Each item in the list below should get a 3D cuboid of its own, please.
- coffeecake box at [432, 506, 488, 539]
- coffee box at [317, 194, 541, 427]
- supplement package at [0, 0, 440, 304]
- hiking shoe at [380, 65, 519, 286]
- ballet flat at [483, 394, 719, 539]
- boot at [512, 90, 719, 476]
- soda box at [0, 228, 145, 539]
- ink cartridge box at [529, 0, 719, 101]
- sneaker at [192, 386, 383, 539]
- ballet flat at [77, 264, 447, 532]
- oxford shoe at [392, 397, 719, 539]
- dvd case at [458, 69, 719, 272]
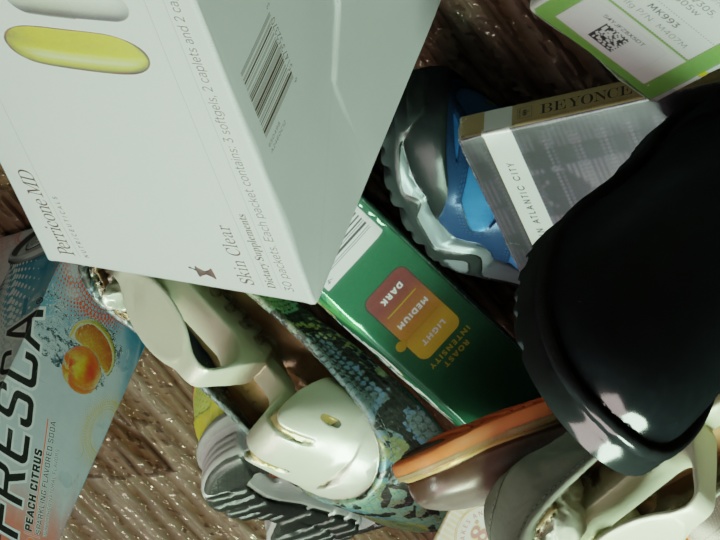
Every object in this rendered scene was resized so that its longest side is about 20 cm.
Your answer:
[{"bbox_3d":[0.103,0.192,1.223,0.199,0.154,0.073,28,-173,13],"label":"coffeecake box"},{"bbox_3d":[0.000,0.000,1.219,0.200,0.044,0.123,42,179,-30],"label":"coffee box"},{"bbox_3d":[-0.061,-0.113,1.028,0.110,0.156,0.200,9,147,22],"label":"supplement package"},{"bbox_3d":[0.085,-0.024,1.170,0.086,0.075,0.200,-16,142,32],"label":"hiking shoe"},{"bbox_3d":[0.133,0.058,1.094,0.200,0.064,0.067,-38,123,15],"label":"ballet flat"},{"bbox_3d":[0.143,-0.039,0.942,0.076,0.200,0.168,45,126,-6],"label":"boot"},{"bbox_3d":[-0.161,0.075,1.341,0.068,0.201,0.064,-14,134,43],"label":"soda box"},{"bbox_3d":[0.143,-0.137,0.909,0.059,0.104,0.200,34,147,-19],"label":"ink cartridge box"},{"bbox_3d":[-0.027,0.074,1.388,0.078,0.091,0.200,-20,159,7],"label":"sneaker"},{"bbox_3d":[-0.043,0.046,1.251,0.200,0.074,0.074,42,150,7],"label":"ballet flat"},{"bbox_3d":[0.110,0.081,1.172,0.199,0.073,0.071,-7,173,-19],"label":"oxford shoe"},{"bbox_3d":[0.153,-0.024,1.100,0.199,0.016,0.149,-12,136,16],"label":"dvd case"}]
